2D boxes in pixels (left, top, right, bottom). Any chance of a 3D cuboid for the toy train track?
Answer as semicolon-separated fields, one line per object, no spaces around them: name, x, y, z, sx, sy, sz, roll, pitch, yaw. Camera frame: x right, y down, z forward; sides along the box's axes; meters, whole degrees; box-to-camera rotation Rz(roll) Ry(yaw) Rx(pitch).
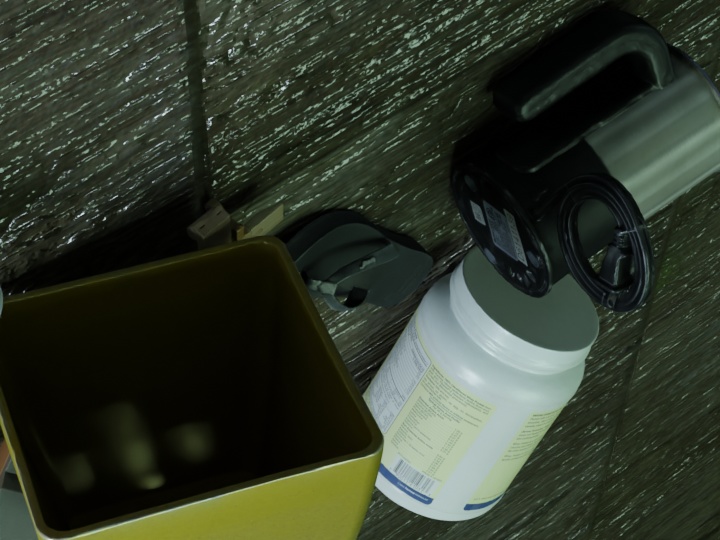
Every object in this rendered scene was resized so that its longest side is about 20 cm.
toy train track;-0.105;0.005;1.380;0.115;0.033;0.200;-40;162;-19

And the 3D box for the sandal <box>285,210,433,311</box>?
sandal;0.001;0.000;1.501;0.076;0.043;0.200;-51;154;20

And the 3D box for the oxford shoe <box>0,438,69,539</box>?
oxford shoe;-0.204;0.100;1.363;0.071;0.071;0.200;29;96;-28

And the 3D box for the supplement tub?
supplement tub;0.093;0.090;1.662;0.145;0.145;0.200;-13;144;-45

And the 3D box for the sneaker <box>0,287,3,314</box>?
sneaker;-0.279;0.021;1.103;0.200;0.071;0.112;-22;153;-31

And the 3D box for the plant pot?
plant pot;-0.112;0.126;1.254;0.200;0.200;0.176;-14;134;-15

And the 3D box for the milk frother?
milk frother;0.198;-0.066;1.493;0.188;0.200;0.181;-34;151;-16
